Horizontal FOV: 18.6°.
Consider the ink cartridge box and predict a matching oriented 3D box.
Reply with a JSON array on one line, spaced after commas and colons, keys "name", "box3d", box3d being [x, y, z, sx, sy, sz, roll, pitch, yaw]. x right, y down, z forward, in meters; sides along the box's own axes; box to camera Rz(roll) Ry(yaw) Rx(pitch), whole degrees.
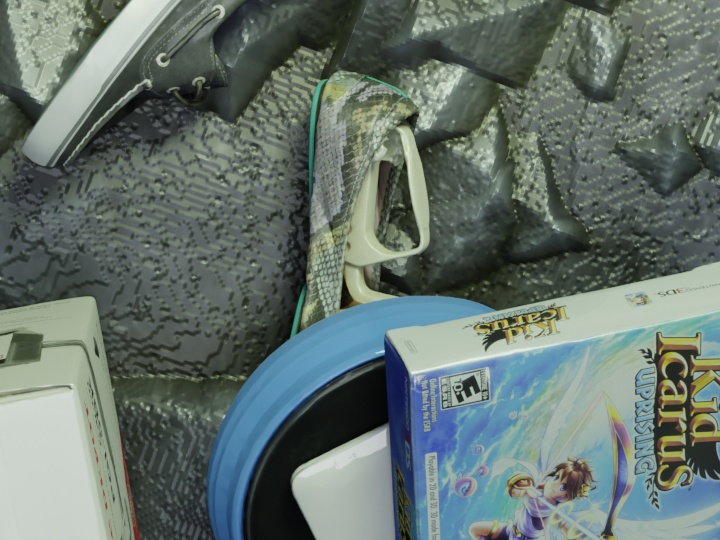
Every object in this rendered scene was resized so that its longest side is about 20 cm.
[{"name": "ink cartridge box", "box3d": [-0.161, 0.107, 1.092, 0.082, 0.200, 0.148, -10, 102, -3]}]

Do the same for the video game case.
[{"name": "video game case", "box3d": [0.108, 0.108, 1.114, 0.180, 0.045, 0.201, -12, 121, -14]}]

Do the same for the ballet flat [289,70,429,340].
[{"name": "ballet flat", "box3d": [0.000, 0.000, 1.144, 0.072, 0.072, 0.201, 6, 99, -5]}]

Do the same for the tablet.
[{"name": "tablet", "box3d": [0.073, 0.109, 1.137, 0.199, 0.014, 0.131, -26, 124, -3]}]

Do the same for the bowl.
[{"name": "bowl", "box3d": [0.021, 0.109, 1.151, 0.200, 0.039, 0.202, -9, 121, -15]}]

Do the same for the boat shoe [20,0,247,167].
[{"name": "boat shoe", "box3d": [-0.089, -0.120, 1.125, 0.066, 0.070, 0.200, 41, 88, -9]}]
